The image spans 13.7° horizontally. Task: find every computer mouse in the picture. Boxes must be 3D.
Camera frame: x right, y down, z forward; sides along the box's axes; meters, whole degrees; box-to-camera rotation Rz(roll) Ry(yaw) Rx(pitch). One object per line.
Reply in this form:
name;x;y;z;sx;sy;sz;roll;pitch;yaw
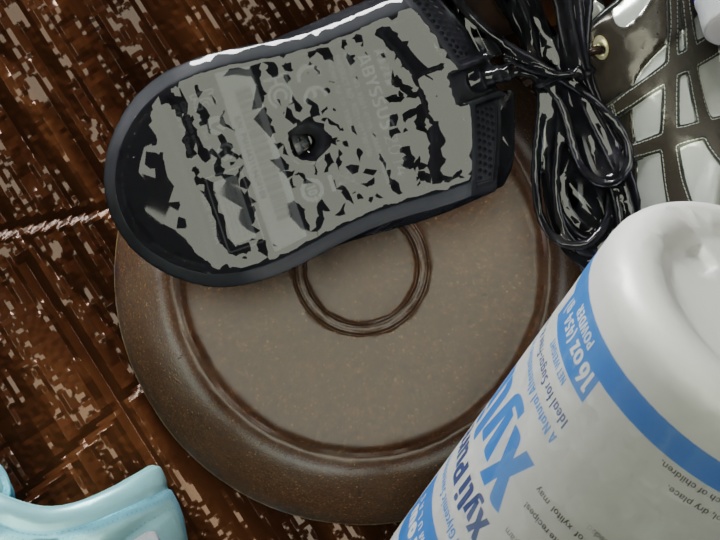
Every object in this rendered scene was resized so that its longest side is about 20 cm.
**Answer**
computer mouse;0.002;-0.050;1.144;0.199;0.053;0.139;-14;94;6

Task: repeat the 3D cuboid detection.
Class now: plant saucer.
plant saucer;0.000;0.000;1.188;0.199;0.034;0.202;0;86;1

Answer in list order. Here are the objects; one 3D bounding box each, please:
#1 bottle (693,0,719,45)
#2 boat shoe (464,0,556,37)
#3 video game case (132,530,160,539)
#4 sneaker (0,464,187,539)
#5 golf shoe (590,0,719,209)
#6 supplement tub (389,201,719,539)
bottle;0.129;-0.185;1.136;0.065;0.084;0.201;-4;70;-25
boat shoe;0.044;-0.190;1.185;0.070;0.070;0.202;-5;76;40
video game case;-0.089;0.218;1.146;0.143;0.018;0.201;-31;106;-2
sneaker;-0.164;0.112;1.166;0.198;0.074;0.083;-4;81;-10
golf shoe;0.117;-0.056;1.175;0.094;0.078;0.201;14;76;7
supplement tub;0.098;0.086;1.087;0.132;0.132;0.200;36;122;3
